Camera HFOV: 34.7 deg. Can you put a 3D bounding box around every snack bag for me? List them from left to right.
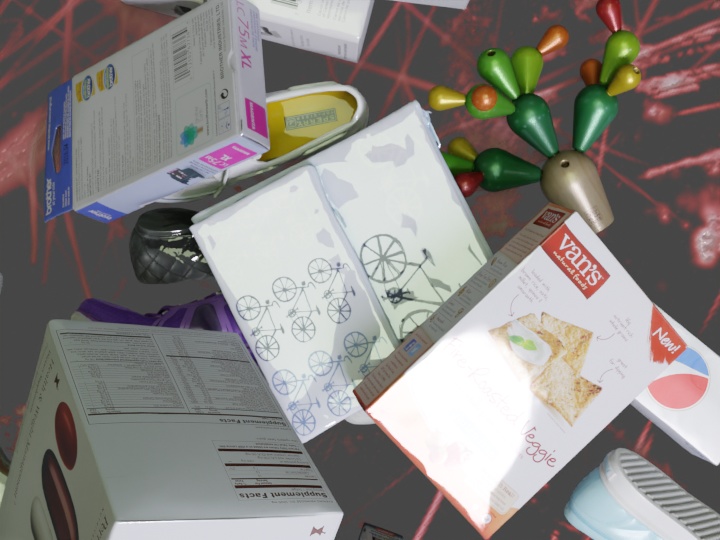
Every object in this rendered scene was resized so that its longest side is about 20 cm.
[{"bbox_3d":[0.000,0.000,0.849,0.199,0.021,0.189,-27,86,2],"label":"snack bag"}]

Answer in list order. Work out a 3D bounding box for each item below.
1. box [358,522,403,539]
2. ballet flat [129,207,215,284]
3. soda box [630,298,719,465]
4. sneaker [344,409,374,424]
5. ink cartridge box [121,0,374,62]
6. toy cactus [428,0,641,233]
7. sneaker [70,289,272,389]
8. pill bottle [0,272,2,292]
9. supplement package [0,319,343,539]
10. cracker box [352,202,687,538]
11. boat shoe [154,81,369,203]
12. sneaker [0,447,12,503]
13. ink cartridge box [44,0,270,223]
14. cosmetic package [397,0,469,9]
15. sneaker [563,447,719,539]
[{"bbox_3d":[-0.014,0.297,0.860,0.035,0.110,0.201,19,89,0],"label":"box"},{"bbox_3d":[-0.081,-0.011,0.904,0.199,0.067,0.057,7,126,2],"label":"ballet flat"},{"bbox_3d":[0.210,0.059,0.891,0.200,0.064,0.068,39,89,0],"label":"soda box"},{"bbox_3d":[0.080,0.081,0.887,0.199,0.072,0.073,0,85,-3],"label":"sneaker"},{"bbox_3d":[-0.079,-0.260,0.889,0.199,0.083,0.148,15,88,0],"label":"ink cartridge box"},{"bbox_3d":[0.148,-0.104,0.889,0.200,0.102,0.165,-35,99,-10],"label":"toy cactus"},{"bbox_3d":[-0.123,0.049,0.896,0.199,0.081,0.084,12,74,-9],"label":"sneaker"},{"bbox_3d":[-0.379,-0.013,0.866,0.199,0.113,0.113,32,88,1],"label":"pill bottle"},{"bbox_3d":[-0.139,0.169,0.761,0.146,0.200,0.192,6,117,-30],"label":"supplement package"},{"bbox_3d":[0.112,0.069,0.815,0.200,0.058,0.134,-44,104,-2],"label":"cracker box"},{"bbox_3d":[-0.090,-0.101,0.883,0.201,0.086,0.075,-12,88,-1],"label":"boat shoe"},{"bbox_3d":[-0.309,0.160,0.880,0.088,0.076,0.200,-41,88,-1],"label":"sneaker"},{"bbox_3d":[-0.156,-0.113,0.859,0.199,0.042,0.120,-19,65,29],"label":"ink cartridge box"},{"bbox_3d":[-0.017,-0.242,0.822,0.199,0.051,0.083,7,85,-1],"label":"cosmetic package"},{"bbox_3d":[0.242,0.223,0.894,0.200,0.074,0.082,43,119,-4],"label":"sneaker"}]
